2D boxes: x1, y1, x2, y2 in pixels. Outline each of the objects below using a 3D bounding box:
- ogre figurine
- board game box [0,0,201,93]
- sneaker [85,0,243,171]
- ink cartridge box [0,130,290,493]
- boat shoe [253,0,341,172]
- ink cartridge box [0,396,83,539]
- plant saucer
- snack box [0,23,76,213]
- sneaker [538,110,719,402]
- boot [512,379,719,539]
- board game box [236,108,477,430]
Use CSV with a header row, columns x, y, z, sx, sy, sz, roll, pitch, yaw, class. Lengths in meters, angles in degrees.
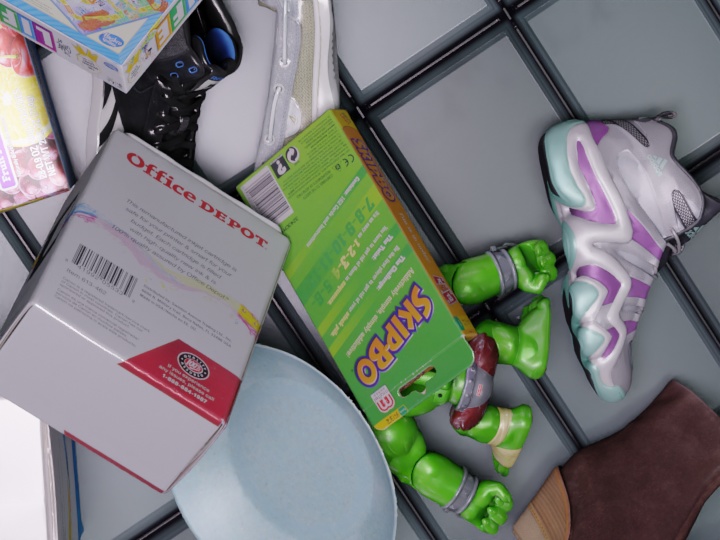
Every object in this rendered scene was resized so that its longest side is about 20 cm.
x,y,z,sx,sy,sz,roll,pitch,yaw,class
0.065,0.072,1.714,0.119,0.098,0.201,11,111,-15,ogre figurine
-0.198,-0.218,1.630,0.199,0.034,0.135,30,67,16,board game box
-0.129,-0.107,1.666,0.073,0.112,0.201,-13,100,-44,sneaker
-0.142,0.024,1.594,0.145,0.200,0.083,32,126,-11,ink cartridge box
-0.049,-0.162,1.691,0.064,0.074,0.203,-5,106,-1,boat shoe
-0.270,0.138,1.653,0.146,0.200,0.146,-4,98,-3,ink cartridge box
-0.049,0.138,1.710,0.200,0.039,0.202,15,118,31,plant saucer
-0.314,-0.108,1.685,0.199,0.068,0.169,-17,96,1,snack box
0.208,-0.014,1.719,0.139,0.078,0.201,-10,98,-1,sneaker
0.204,0.173,1.690,0.166,0.200,0.072,-41,128,1,boot
0.000,0.000,1.652,0.095,0.030,0.201,-38,72,27,board game box
